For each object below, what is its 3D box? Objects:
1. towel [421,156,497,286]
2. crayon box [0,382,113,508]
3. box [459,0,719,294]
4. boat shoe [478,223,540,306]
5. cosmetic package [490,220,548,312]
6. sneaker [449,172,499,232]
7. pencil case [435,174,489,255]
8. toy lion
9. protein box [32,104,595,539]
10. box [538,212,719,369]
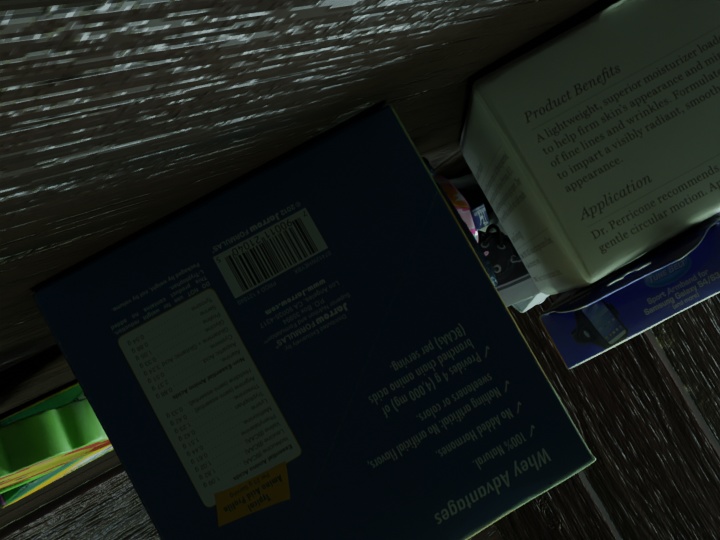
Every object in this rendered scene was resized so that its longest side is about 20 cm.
[{"bbox_3d":[-0.020,0.016,0.614,0.200,0.112,0.049,-29,176,-8],"label":"towel"},{"bbox_3d":[-0.226,0.126,0.843,0.200,0.058,0.119,-27,174,-37],"label":"crayon box"},{"bbox_3d":[0.181,-0.089,0.612,0.199,0.131,0.200,-29,176,2],"label":"box"},{"bbox_3d":[0.103,-0.003,0.815,0.199,0.066,0.070,-21,-173,22],"label":"boat shoe"},{"bbox_3d":[0.190,-0.066,0.862,0.102,0.074,0.200,-21,150,-57],"label":"cosmetic package"},{"bbox_3d":[0.064,-0.038,0.876,0.200,0.078,0.099,-38,170,-8],"label":"sneaker"},{"bbox_3d":[0.000,0.000,0.744,0.200,0.088,0.087,-28,175,-16],"label":"pencil case"},{"bbox_3d":[-0.241,0.129,0.618,0.191,0.069,0.200,-21,173,-16],"label":"toy lion"},{"bbox_3d":[-0.026,0.060,0.513,0.198,0.200,0.135,-29,175,-8],"label":"protein box"},{"bbox_3d":[0.183,0.007,0.607,0.119,0.042,0.200,-31,177,20],"label":"box"}]
